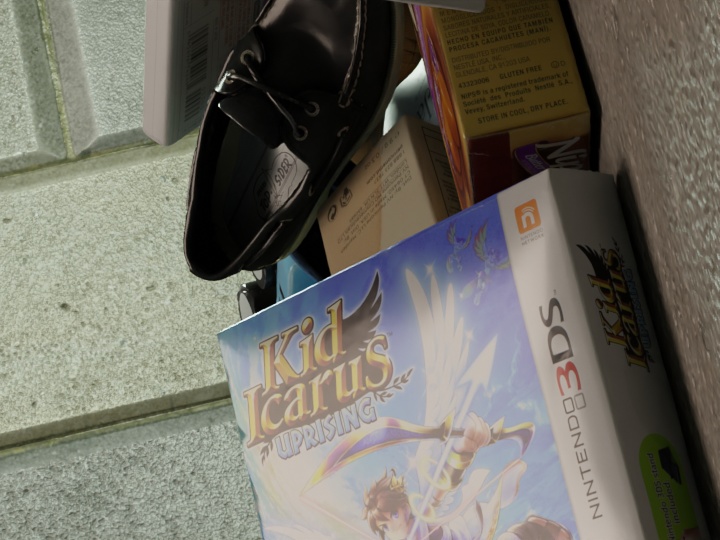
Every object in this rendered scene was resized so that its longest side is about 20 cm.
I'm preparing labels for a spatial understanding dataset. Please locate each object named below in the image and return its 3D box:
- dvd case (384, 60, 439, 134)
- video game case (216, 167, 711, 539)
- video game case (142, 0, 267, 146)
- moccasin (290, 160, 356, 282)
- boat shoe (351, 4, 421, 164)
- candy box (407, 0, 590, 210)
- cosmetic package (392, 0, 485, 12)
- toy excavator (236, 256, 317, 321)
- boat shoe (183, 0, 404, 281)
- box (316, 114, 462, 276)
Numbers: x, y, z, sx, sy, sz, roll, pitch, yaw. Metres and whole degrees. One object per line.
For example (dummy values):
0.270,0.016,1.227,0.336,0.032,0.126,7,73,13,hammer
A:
0.027,-0.125,1.155,0.200,0.017,0.143,-105,31,-47,dvd case
0.037,0.079,0.831,0.045,0.200,0.182,4,-113,-46,video game case
-0.039,-0.180,1.053,0.024,0.182,0.200,35,142,23,video game case
0.000,0.000,1.084,0.200,0.081,0.068,37,-154,3,moccasin
-0.002,-0.127,1.079,0.200,0.071,0.070,113,173,-64,boat shoe
0.050,-0.118,0.900,0.117,0.056,0.201,78,180,-63,candy box
-0.020,-0.174,0.851,0.200,0.071,0.102,28,110,57,cosmetic package
0.005,0.029,1.251,0.195,0.100,0.200,95,155,-48,toy excavator
-0.041,-0.072,0.983,0.074,0.066,0.200,41,131,12,boat shoe
0.052,0.034,0.951,0.078,0.095,0.200,-46,39,32,box
